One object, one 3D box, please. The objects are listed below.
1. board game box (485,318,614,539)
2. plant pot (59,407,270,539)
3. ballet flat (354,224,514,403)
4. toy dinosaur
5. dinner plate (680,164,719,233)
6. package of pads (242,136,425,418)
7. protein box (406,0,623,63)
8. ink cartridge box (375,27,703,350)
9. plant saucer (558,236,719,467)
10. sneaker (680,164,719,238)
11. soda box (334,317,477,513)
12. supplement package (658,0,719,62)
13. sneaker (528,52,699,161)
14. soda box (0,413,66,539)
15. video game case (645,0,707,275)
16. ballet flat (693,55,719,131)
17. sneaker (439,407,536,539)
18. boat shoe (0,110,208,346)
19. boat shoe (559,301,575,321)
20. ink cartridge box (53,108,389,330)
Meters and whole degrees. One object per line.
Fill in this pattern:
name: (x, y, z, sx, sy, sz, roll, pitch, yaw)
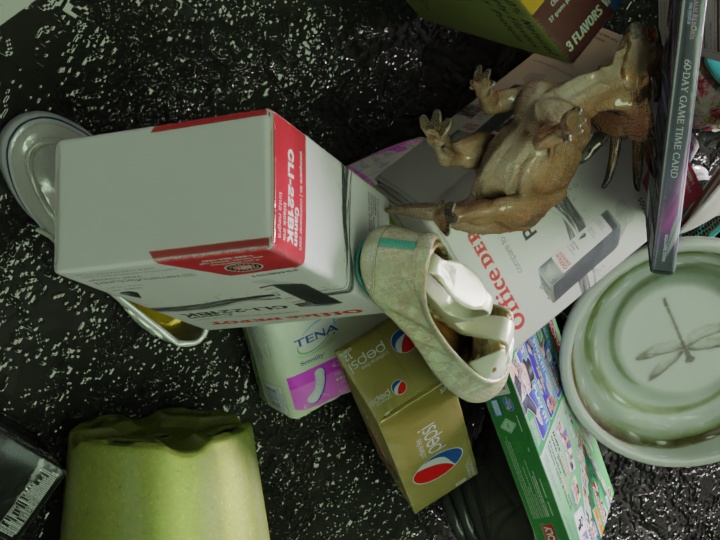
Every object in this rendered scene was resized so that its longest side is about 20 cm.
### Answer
board game box: (0.148, 0.129, 1.163, 0.029, 0.135, 0.202, -13, 109, 24)
plant pot: (-0.139, 0.200, 1.051, 0.198, 0.200, 0.187, -5, 97, -27)
ballet flat: (0.065, 0.035, 0.965, 0.200, 0.062, 0.068, 41, 56, -49)
toy dinosaur: (0.115, -0.070, 0.949, 0.200, 0.086, 0.135, -42, 148, 26)
dinner plate: (0.303, -0.100, 1.113, 0.024, 0.200, 0.201, 39, 85, 7)
package of pads: (0.000, 0.000, 1.117, 0.198, 0.068, 0.156, -25, 117, -20)
protein box: (0.073, -0.268, 0.991, 0.135, 0.200, 0.198, -50, 122, -5)
ink cartridge box: (0.130, -0.060, 1.073, 0.199, 0.085, 0.146, -37, 120, -7)
plant saucer: (0.253, 0.058, 1.169, 0.197, 0.050, 0.203, 1, 116, 2)
sneaker: (0.297, 0.016, 1.271, 0.077, 0.091, 0.203, -17, 114, -22)
soda box: (0.038, 0.109, 1.114, 0.064, 0.068, 0.201, -31, 152, -5)
supplement package: (0.350, -0.266, 1.196, 0.198, 0.111, 0.158, -15, 114, -24)
sneaker: (0.180, -0.099, 1.179, 0.199, 0.083, 0.122, 35, 79, -34)
soda box: (-0.297, 0.102, 0.986, 0.200, 0.071, 0.064, 39, 85, -33)
video game case: (0.205, -0.115, 0.969, 0.019, 0.143, 0.203, 6, 108, 7)
ballet flat: (0.332, -0.144, 1.258, 0.198, 0.076, 0.064, 4, 140, -36)
sneaker: (0.106, 0.139, 1.220, 0.070, 0.098, 0.203, 11, 69, -61)
boat shoe: (-0.167, -0.020, 1.009, 0.074, 0.086, 0.203, -39, 121, -11)
boat shoe: (0.247, 0.048, 1.227, 0.199, 0.061, 0.072, 17, 133, -4)
ink cartridge box: (-0.078, -0.024, 0.926, 0.200, 0.142, 0.085, 28, 58, -66)
